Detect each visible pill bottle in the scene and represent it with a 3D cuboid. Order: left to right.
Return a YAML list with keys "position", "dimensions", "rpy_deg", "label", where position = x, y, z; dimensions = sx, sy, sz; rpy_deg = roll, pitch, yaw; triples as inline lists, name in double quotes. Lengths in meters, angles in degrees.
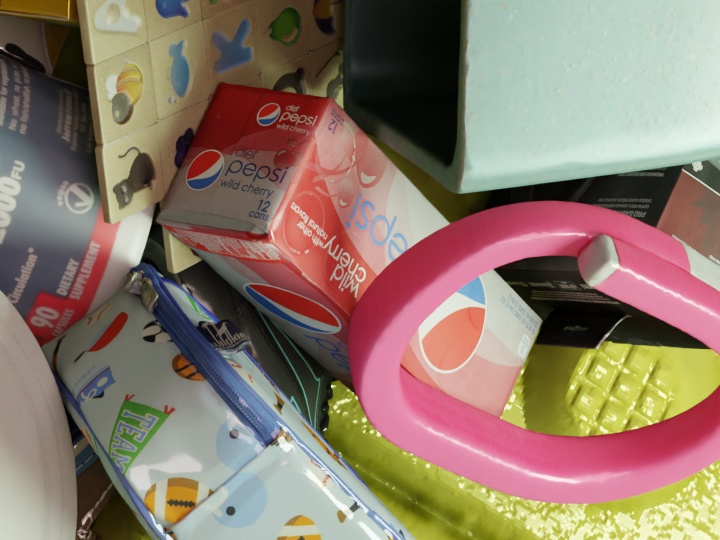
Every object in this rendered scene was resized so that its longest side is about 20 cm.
- position: [-0.195, -0.041, 1.116]
  dimensions: [0.199, 0.119, 0.120]
  rpy_deg: [18, 80, -19]
  label: "pill bottle"

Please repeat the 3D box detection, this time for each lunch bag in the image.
- position: [-0.042, 0.087, 1.068]
  dimensions: [0.075, 0.160, 0.200]
  rpy_deg: [-40, 115, -1]
  label: "lunch bag"

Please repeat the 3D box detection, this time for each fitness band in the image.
- position: [0.086, 0.040, 1.126]
  dimensions: [0.199, 0.143, 0.038]
  rpy_deg: [26, 36, -38]
  label: "fitness band"

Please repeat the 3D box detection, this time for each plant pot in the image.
- position: [0.112, -0.145, 1.069]
  dimensions: [0.199, 0.196, 0.198]
  rpy_deg: [-1, 102, -13]
  label: "plant pot"

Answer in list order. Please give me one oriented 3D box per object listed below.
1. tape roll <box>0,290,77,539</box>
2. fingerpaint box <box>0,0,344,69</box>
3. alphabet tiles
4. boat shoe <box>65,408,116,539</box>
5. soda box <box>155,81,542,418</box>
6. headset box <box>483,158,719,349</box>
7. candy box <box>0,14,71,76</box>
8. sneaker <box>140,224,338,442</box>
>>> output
- position: [-0.224, 0.087, 1.006]
  dimensions: [0.202, 0.139, 0.204]
  rpy_deg: [7, 80, -49]
  label: "tape roll"
- position: [-0.067, -0.179, 1.143]
  dimensions: [0.199, 0.073, 0.168]
  rpy_deg: [6, 94, -52]
  label: "fingerpaint box"
- position: [-0.046, -0.099, 1.125]
  dimensions: [0.200, 0.006, 0.167]
  rpy_deg: [-29, 122, -46]
  label: "alphabet tiles"
- position: [-0.148, 0.128, 1.157]
  dimensions: [0.200, 0.072, 0.072]
  rpy_deg: [-44, 107, -8]
  label: "boat shoe"
- position: [0.000, 0.000, 1.150]
  dimensions: [0.200, 0.063, 0.070]
  rpy_deg: [44, 65, -48]
  label: "soda box"
- position: [0.140, -0.050, 1.233]
  dimensions: [0.075, 0.148, 0.201]
  rpy_deg: [33, 76, -26]
  label: "headset box"
- position: [-0.203, -0.182, 1.154]
  dimensions: [0.199, 0.061, 0.137]
  rpy_deg: [25, 77, -19]
  label: "candy box"
- position: [-0.037, 0.066, 1.199]
  dimensions: [0.079, 0.075, 0.201]
  rpy_deg: [-24, 103, -35]
  label: "sneaker"
